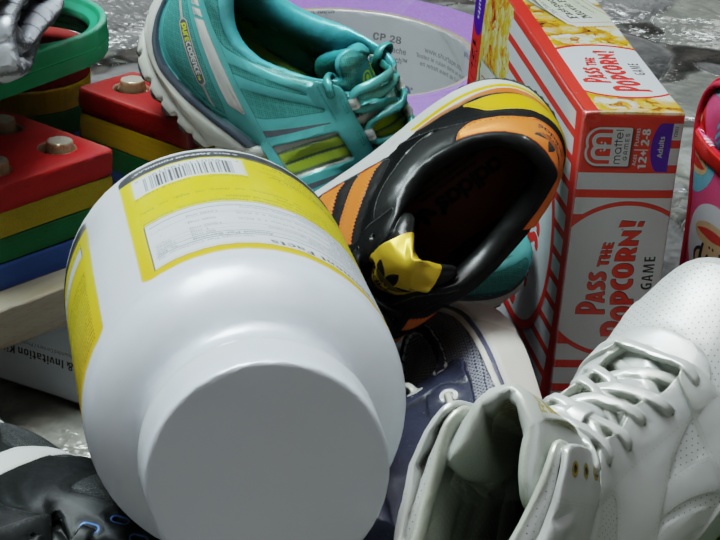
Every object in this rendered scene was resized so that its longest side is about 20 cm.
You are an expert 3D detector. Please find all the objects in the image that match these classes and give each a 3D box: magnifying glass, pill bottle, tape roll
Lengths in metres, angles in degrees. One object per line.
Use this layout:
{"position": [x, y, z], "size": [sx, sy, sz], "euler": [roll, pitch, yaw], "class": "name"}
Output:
{"position": [-0.165, -0.086, 1.178], "size": [0.080, 0.022, 0.200], "euler": [4, 24, 10], "class": "magnifying glass"}
{"position": [-0.045, 0.035, 0.965], "size": [0.112, 0.112, 0.200], "euler": [0, 19, -9], "class": "pill bottle"}
{"position": [-0.009, -0.085, 1.416], "size": [0.200, 0.066, 0.200], "euler": [4, 24, -2], "class": "tape roll"}

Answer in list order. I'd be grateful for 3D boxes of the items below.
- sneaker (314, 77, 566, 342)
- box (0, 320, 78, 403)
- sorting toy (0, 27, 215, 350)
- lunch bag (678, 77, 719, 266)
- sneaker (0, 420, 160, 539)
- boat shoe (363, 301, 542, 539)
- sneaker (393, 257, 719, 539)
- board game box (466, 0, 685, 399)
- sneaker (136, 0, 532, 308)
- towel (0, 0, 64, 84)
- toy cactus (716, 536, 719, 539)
{"position": [0.000, 0.000, 1.091], "size": [0.200, 0.070, 0.090], "euler": [-41, 10, 6], "class": "sneaker"}
{"position": [-0.101, -0.001, 1.241], "size": [0.156, 0.041, 0.200], "euler": [16, 25, 26], "class": "box"}
{"position": [-0.161, -0.050, 1.209], "size": [0.199, 0.070, 0.200], "euler": [21, 30, 37], "class": "sorting toy"}
{"position": [0.212, -0.003, 1.129], "size": [0.082, 0.176, 0.200], "euler": [-7, 26, -24], "class": "lunch bag"}
{"position": [-0.130, 0.109, 0.948], "size": [0.112, 0.073, 0.200], "euler": [12, 25, 15], "class": "sneaker"}
{"position": [0.020, 0.068, 1.061], "size": [0.093, 0.075, 0.200], "euler": [3, 23, -14], "class": "boat shoe"}
{"position": [0.082, 0.058, 0.928], "size": [0.074, 0.116, 0.200], "euler": [18, 65, 30], "class": "sneaker"}
{"position": [0.089, -0.037, 1.218], "size": [0.046, 0.152, 0.200], "euler": [0, 24, -11], "class": "board game box"}
{"position": [-0.007, -0.057, 1.153], "size": [0.200, 0.080, 0.078], "euler": [39, 41, -3], "class": "sneaker"}
{"position": [-0.211, -0.125, 1.149], "size": [0.166, 0.086, 0.200], "euler": [-15, 21, 8], "class": "towel"}
{"position": [0.162, 0.139, 0.938], "size": [0.165, 0.102, 0.200], "euler": [-29, 38, -21], "class": "toy cactus"}
